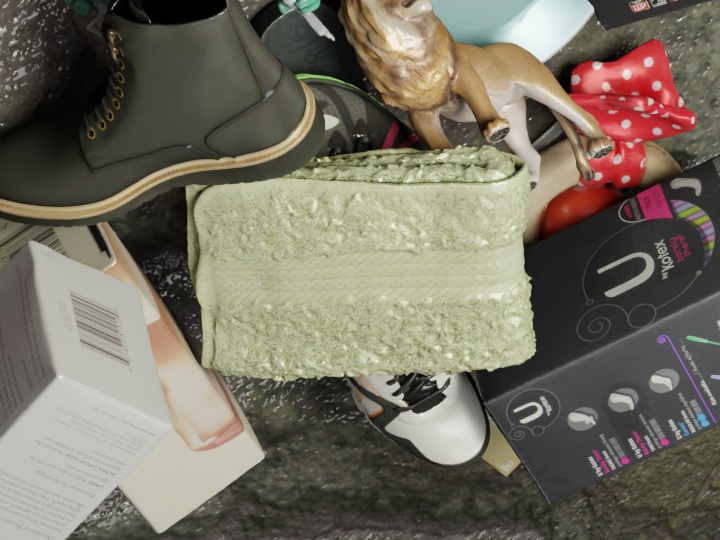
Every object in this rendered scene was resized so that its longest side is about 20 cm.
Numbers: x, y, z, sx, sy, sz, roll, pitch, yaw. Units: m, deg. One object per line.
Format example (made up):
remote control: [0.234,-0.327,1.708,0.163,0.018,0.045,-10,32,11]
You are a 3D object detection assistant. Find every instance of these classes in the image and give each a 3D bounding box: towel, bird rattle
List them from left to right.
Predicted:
towel: [0.000,0.000,1.162,0.198,0.037,0.149,-2,122,6]
bird rattle: [0.168,-0.045,1.340,0.162,0.113,0.200,-32,138,16]

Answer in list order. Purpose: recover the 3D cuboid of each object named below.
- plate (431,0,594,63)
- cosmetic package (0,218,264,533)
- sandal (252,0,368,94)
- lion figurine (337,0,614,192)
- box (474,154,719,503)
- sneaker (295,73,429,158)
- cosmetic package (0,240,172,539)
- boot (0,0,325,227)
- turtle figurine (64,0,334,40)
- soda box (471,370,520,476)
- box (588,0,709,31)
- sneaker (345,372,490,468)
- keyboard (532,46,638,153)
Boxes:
plate: [0.074,-0.199,1.224,0.199,0.026,0.201,-16,130,-20]
cosmetic package: [-0.148,0.051,1.219,0.087,0.104,0.200,-34,135,-3]
sandal: [-0.010,-0.080,1.244,0.075,0.048,0.201,-36,134,-4]
lion figurine: [0.067,-0.113,1.213,0.072,0.123,0.200,-39,153,21]
box: [0.174,0.035,1.275,0.199,0.123,0.106,-27,127,11]
sneaker: [0.012,-0.056,1.193,0.199,0.084,0.077,19,104,-28]
cosmetic package: [-0.199,0.097,1.088,0.081,0.113,0.200,27,118,-36]
boot: [-0.134,-0.100,1.090,0.198,0.078,0.139,-15,145,12]
turtle figurine: [-0.099,-0.182,1.084,0.149,0.101,0.200,-8,156,28]
soda box: [0.058,0.060,1.379,0.068,0.064,0.200,-45,133,5]
box: [0.195,-0.234,1.148,0.199,0.050,0.199,-14,145,22]
sneaker: [0.018,0.053,1.256,0.074,0.080,0.200,-37,113,1]
keyboard: [0.127,-0.067,1.367,0.200,0.011,0.056,-42,139,3]
